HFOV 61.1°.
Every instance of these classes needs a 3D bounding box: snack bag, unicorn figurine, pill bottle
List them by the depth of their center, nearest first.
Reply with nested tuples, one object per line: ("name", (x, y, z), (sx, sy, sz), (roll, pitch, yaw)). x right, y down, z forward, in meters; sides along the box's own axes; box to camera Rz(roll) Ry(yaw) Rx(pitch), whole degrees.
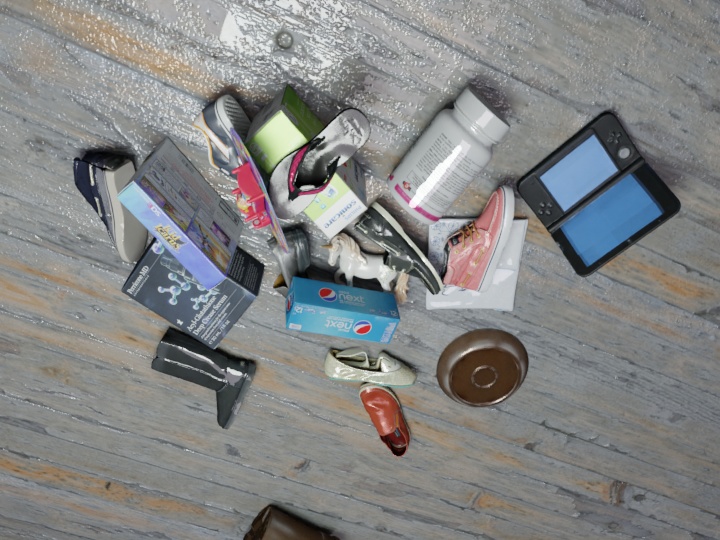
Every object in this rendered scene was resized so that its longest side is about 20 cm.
("pill bottle", (0.142, -0.184, 0.989), (0.112, 0.114, 0.201), (32, 115, -18))
("unicorn figurine", (0.000, 0.000, 1.124), (0.194, 0.074, 0.141), (0, 121, -21))
("snack bag", (0.211, -0.006, 1.146), (0.183, 0.022, 0.205), (1, 120, -2))

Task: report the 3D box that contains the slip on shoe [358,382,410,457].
("slip on shoe", (0.056, 0.319, 1.307), (0.072, 0.062, 0.203), (-20, 117, 12))

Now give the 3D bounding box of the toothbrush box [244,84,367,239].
("toothbrush box", (-0.082, -0.174, 0.972), (0.085, 0.147, 0.200), (-35, 114, 17))

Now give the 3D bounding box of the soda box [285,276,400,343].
("soda box", (-0.032, 0.072, 1.082), (0.195, 0.069, 0.065), (11, 127, -18))

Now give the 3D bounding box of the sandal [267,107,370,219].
("sandal", (-0.065, -0.150, 0.875), (0.075, 0.045, 0.199), (40, 110, -22))

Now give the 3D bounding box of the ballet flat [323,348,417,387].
("ballet flat", (0.023, 0.194, 1.234), (0.194, 0.068, 0.064), (4, 111, -4))

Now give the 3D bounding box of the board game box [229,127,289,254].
("board game box", (-0.166, -0.108, 0.910), (0.038, 0.158, 0.203), (-26, 129, -11))

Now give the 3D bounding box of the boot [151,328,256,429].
("boot", (-0.331, 0.224, 1.240), (0.196, 0.066, 0.168), (21, 109, -17))

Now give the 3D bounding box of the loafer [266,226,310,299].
("loafer", (-0.127, 0.022, 1.120), (0.070, 0.073, 0.206), (-12, 112, -15))

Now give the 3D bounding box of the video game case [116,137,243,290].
("video game case", (-0.282, -0.094, 0.991), (0.045, 0.183, 0.201), (-31, 116, 17))

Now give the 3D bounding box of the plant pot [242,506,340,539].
("plant pot", (-0.177, 0.680, 1.442), (0.196, 0.202, 0.201), (36, 114, -12))

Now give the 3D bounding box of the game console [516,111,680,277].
("game console", (0.394, -0.126, 1.025), (0.199, 0.119, 0.170), (-39, 114, 19))

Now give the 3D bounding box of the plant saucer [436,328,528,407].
("plant saucer", (0.256, 0.213, 1.268), (0.194, 0.032, 0.205), (-1, 119, -2))

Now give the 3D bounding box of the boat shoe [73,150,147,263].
("boat shoe", (-0.431, -0.113, 1.053), (0.090, 0.075, 0.204), (16, 125, 14))

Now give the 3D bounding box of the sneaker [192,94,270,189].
("sneaker", (-0.194, -0.186, 1.003), (0.078, 0.079, 0.202), (-18, 125, 22))

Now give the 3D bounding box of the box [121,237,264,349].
("box", (-0.296, 0.014, 1.097), (0.198, 0.108, 0.149), (35, 114, -19))

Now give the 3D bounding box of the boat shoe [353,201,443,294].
("boat shoe", (0.071, -0.027, 1.087), (0.068, 0.072, 0.200), (-44, 101, -3))

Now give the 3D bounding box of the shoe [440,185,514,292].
("shoe", (0.200, -0.055, 1.066), (0.088, 0.072, 0.205), (7, 120, -8))
